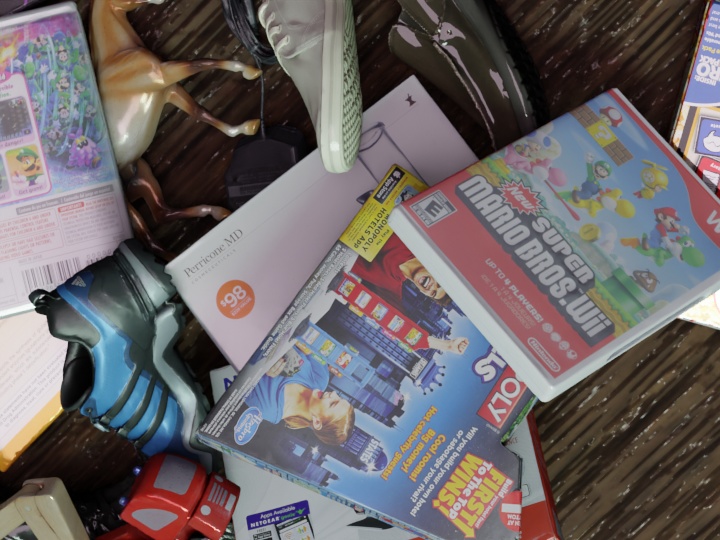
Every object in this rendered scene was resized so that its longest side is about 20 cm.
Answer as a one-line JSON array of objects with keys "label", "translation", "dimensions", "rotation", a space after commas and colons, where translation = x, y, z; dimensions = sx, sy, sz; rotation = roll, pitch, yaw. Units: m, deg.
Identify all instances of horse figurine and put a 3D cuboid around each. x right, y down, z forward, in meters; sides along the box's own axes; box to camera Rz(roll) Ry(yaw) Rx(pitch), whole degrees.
[{"label": "horse figurine", "translation": [-0.136, -0.081, 1.504], "dimensions": [0.132, 0.050, 0.201], "rotation": [22, 109, 15]}]

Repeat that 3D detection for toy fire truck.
[{"label": "toy fire truck", "translation": [-0.177, 0.173, 1.479], "dimensions": [0.140, 0.049, 0.200], "rotation": [31, 127, -8]}]

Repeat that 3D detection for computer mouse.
[{"label": "computer mouse", "translation": [-0.059, -0.101, 1.511], "dimensions": [0.058, 0.034, 0.202], "rotation": [-2, 96, 26]}]

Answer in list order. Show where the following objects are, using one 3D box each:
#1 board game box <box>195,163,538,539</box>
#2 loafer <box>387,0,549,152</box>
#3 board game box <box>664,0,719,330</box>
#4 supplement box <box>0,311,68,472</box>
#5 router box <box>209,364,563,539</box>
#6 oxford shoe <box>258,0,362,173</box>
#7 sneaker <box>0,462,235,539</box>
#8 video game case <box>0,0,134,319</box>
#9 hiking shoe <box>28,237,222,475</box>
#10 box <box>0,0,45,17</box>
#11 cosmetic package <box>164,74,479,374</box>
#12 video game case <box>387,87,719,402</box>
[{"label": "board game box", "translation": [0.040, 0.078, 1.392], "dimensions": [0.199, 0.062, 0.200], "rotation": [37, 83, 4]}, {"label": "loafer", "translation": [0.055, -0.148, 1.471], "dimensions": [0.071, 0.073, 0.201], "rotation": [-28, 88, 15]}, {"label": "board game box", "translation": [0.261, -0.057, 1.474], "dimensions": [0.150, 0.046, 0.201], "rotation": [16, 102, 3]}, {"label": "supplement box", "translation": [-0.254, 0.013, 1.524], "dimensions": [0.126, 0.074, 0.200], "rotation": [-44, 94, 7]}, {"label": "router box", "translation": [0.014, 0.123, 1.482], "dimensions": [0.199, 0.049, 0.181], "rotation": [-17, 60, 8]}, {"label": "oxford shoe", "translation": [-0.032, -0.145, 1.438], "dimensions": [0.057, 0.075, 0.201], "rotation": [-9, 62, 2]}, {"label": "sneaker", "translation": [-0.163, 0.162, 1.556], "dimensions": [0.199, 0.060, 0.105], "rotation": [29, 104, -6]}, {"label": "video game case", "translation": [-0.252, -0.057, 1.466], "dimensions": [0.198, 0.024, 0.183], "rotation": [-14, 91, -5]}, {"label": "hiking shoe", "translation": [-0.146, 0.074, 1.467], "dimensions": [0.086, 0.074, 0.201], "rotation": [-23, 123, -14]}, {"label": "box", "translation": [-0.209, -0.278, 1.479], "dimensions": [0.142, 0.036, 0.201], "rotation": [-26, 91, 10]}, {"label": "cosmetic package", "translation": [0.000, 0.000, 1.459], "dimensions": [0.200, 0.052, 0.151], "rotation": [-38, 83, -4]}, {"label": "video game case", "translation": [0.130, -0.020, 1.389], "dimensions": [0.143, 0.199, 0.017], "rotation": [49, 142, 16]}]
